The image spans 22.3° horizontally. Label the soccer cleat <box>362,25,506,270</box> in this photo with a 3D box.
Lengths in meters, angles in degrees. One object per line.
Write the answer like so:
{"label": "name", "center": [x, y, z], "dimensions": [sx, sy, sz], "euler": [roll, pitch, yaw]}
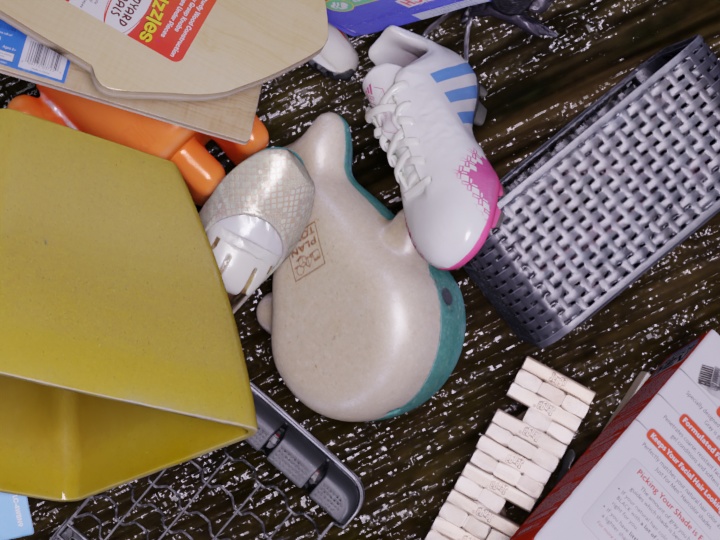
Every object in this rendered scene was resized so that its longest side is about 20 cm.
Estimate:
{"label": "soccer cleat", "center": [0.035, -0.077, 1.121], "dimensions": [0.086, 0.200, 0.070], "euler": [33, 120, -23]}

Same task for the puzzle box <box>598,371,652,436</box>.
{"label": "puzzle box", "center": [0.193, 0.186, 1.234], "dimensions": [0.133, 0.025, 0.200], "euler": [34, 88, -1]}

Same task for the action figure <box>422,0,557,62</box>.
{"label": "action figure", "center": [0.114, -0.234, 1.202], "dimensions": [0.119, 0.102, 0.200], "euler": [34, 115, -9]}

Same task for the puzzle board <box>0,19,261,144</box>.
{"label": "puzzle board", "center": [-0.150, -0.169, 1.119], "dimensions": [0.199, 0.017, 0.151], "euler": [16, 66, -11]}

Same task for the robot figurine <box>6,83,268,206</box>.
{"label": "robot figurine", "center": [-0.145, -0.135, 1.182], "dimensions": [0.200, 0.117, 0.144], "euler": [46, 118, 0]}

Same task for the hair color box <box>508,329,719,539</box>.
{"label": "hair color box", "center": [0.191, 0.146, 1.151], "dimensions": [0.111, 0.064, 0.200], "euler": [47, 63, -1]}

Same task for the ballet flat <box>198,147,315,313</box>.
{"label": "ballet flat", "center": [-0.089, 0.007, 1.164], "dimensions": [0.067, 0.063, 0.200], "euler": [24, 127, -21]}

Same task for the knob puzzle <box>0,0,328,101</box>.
{"label": "knob puzzle", "center": [-0.112, -0.180, 1.110], "dimensions": [0.219, 0.030, 0.221], "euler": [6, 67, -15]}

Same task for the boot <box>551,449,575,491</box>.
{"label": "boot", "center": [0.190, 0.219, 1.188], "dimensions": [0.199, 0.077, 0.139], "euler": [27, 82, -4]}

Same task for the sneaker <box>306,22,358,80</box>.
{"label": "sneaker", "center": [-0.047, -0.223, 1.207], "dimensions": [0.093, 0.070, 0.200], "euler": [-37, 88, 4]}

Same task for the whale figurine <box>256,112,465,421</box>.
{"label": "whale figurine", "center": [0.000, 0.000, 1.200], "dimensions": [0.159, 0.104, 0.201], "euler": [-33, 66, 35]}

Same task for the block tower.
{"label": "block tower", "center": [0.084, 0.156, 1.214], "dimensions": [0.058, 0.054, 0.201], "euler": [28, 88, 6]}

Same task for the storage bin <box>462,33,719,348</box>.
{"label": "storage bin", "center": [0.158, -0.050, 1.177], "dimensions": [0.200, 0.135, 0.094], "euler": [-38, 93, -2]}

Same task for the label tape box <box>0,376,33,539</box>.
{"label": "label tape box", "center": [-0.322, 0.121, 1.199], "dimensions": [0.199, 0.066, 0.144], "euler": [-11, 90, -6]}

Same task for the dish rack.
{"label": "dish rack", "center": [-0.112, 0.174, 1.212], "dimensions": [0.153, 0.055, 0.200], "euler": [41, 90, 0]}

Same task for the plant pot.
{"label": "plant pot", "center": [-0.197, 0.020, 1.098], "dimensions": [0.199, 0.200, 0.177], "euler": [18, 61, -40]}

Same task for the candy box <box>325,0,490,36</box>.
{"label": "candy box", "center": [0.041, -0.265, 1.145], "dimensions": [0.169, 0.077, 0.201], "euler": [-10, 72, 39]}
